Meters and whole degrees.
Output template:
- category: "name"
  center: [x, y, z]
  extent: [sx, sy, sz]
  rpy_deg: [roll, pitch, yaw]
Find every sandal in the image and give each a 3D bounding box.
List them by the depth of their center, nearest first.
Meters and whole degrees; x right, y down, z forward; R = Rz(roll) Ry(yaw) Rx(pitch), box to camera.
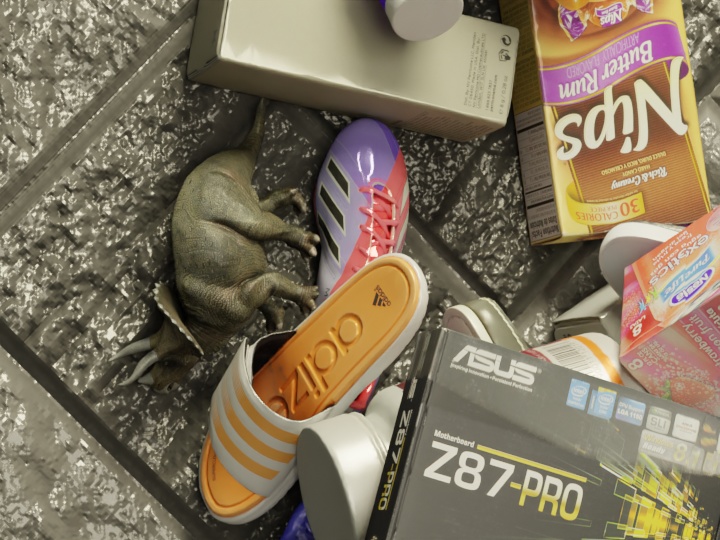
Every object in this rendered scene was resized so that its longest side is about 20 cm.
- category: "sandal"
  center: [-0.045, 0.064, 1.378]
  extent: [0.059, 0.079, 0.207]
  rpy_deg: [19, 117, -50]

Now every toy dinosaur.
- category: "toy dinosaur"
  center: [-0.082, -0.017, 1.416]
  extent: [0.102, 0.077, 0.202]
  rpy_deg: [14, 83, -27]

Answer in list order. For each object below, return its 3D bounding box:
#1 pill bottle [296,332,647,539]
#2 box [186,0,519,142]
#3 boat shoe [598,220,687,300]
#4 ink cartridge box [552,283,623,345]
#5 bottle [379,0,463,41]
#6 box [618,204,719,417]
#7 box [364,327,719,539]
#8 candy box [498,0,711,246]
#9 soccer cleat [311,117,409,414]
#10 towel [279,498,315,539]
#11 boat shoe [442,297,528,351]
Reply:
- category: "pill bottle"
  center: [0.070, 0.115, 1.362]
  extent: [0.198, 0.114, 0.115]
  rpy_deg: [-14, 89, -18]
- category: "box"
  center: [-0.005, -0.139, 1.454]
  extent: [0.198, 0.082, 0.069]
  rpy_deg: [12, 81, -19]
- category: "boat shoe"
  center: [0.249, 0.007, 1.446]
  extent: [0.198, 0.070, 0.067]
  rpy_deg: [19, 44, -1]
- category: "ink cartridge box"
  center: [0.250, 0.044, 1.521]
  extent: [0.199, 0.087, 0.146]
  rpy_deg: [-32, 95, -18]
- category: "bottle"
  center: [0.013, -0.232, 1.430]
  extent: [0.083, 0.065, 0.201]
  rpy_deg: [3, 50, -30]
- category: "box"
  center: [0.255, 0.068, 1.379]
  extent: [0.200, 0.094, 0.103]
  rpy_deg: [44, 29, -20]
- category: "box"
  center: [0.108, 0.139, 1.288]
  extent: [0.198, 0.049, 0.163]
  rpy_deg: [19, 78, -15]
- category: "candy box"
  center: [0.163, -0.123, 1.525]
  extent: [0.116, 0.056, 0.202]
  rpy_deg: [-7, 88, -20]
- category: "soccer cleat"
  center: [0.000, 0.000, 1.442]
  extent: [0.066, 0.076, 0.202]
  rpy_deg: [14, 81, -19]
- category: "towel"
  center: [0.037, 0.204, 1.385]
  extent: [0.198, 0.050, 0.148]
  rpy_deg: [19, 60, 15]
- category: "boat shoe"
  center: [0.121, 0.100, 1.478]
  extent: [0.060, 0.072, 0.203]
  rpy_deg: [-33, 102, -19]
